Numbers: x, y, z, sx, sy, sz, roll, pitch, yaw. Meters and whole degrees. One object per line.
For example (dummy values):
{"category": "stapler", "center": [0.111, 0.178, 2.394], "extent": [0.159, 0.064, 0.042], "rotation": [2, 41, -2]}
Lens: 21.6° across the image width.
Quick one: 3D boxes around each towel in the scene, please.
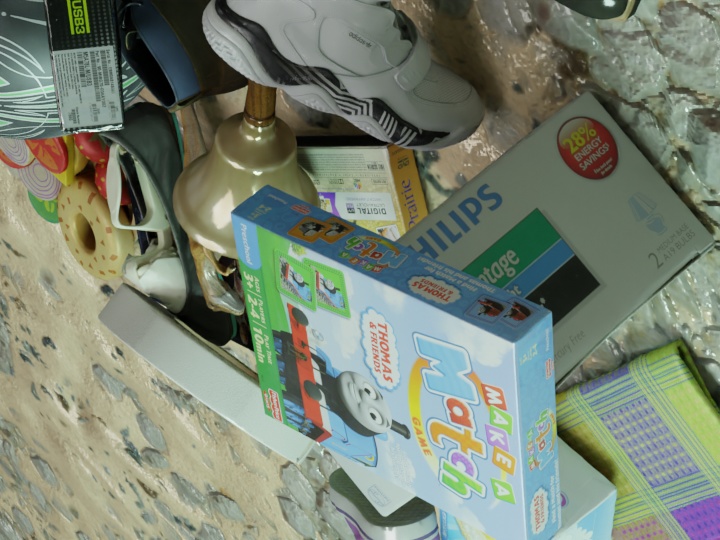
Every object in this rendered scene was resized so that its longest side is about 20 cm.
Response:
{"category": "towel", "center": [0.197, 0.128, 1.271], "extent": [0.144, 0.023, 0.200], "rotation": [53, 150, 1]}

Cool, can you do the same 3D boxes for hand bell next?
{"category": "hand bell", "center": [-0.065, -0.110, 1.241], "extent": [0.104, 0.104, 0.200], "rotation": [40, 144, 22]}

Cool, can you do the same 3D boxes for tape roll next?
{"category": "tape roll", "center": [-0.117, 0.082, 1.498], "extent": [0.203, 0.037, 0.203], "rotation": [36, 177, 2]}

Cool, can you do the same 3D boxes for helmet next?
{"category": "helmet", "center": [-0.250, -0.192, 1.420], "extent": [0.191, 0.200, 0.200], "rotation": [58, 155, 29]}

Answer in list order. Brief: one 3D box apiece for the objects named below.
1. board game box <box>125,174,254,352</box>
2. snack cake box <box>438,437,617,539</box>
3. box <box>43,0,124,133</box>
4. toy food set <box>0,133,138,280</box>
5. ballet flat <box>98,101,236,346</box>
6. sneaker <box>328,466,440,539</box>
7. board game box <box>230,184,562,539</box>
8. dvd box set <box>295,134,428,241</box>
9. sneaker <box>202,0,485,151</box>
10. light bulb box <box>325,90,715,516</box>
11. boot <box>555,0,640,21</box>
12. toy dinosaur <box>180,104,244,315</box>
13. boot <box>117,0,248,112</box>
{"category": "board game box", "center": [-0.120, -0.020, 1.504], "extent": [0.200, 0.035, 0.136], "rotation": [21, 126, 54]}
{"category": "snack cake box", "center": [0.119, 0.189, 1.371], "extent": [0.115, 0.067, 0.200], "rotation": [43, 157, 28]}
{"category": "box", "center": [-0.182, -0.210, 1.199], "extent": [0.193, 0.047, 0.200], "rotation": [-103, 9, -67]}
{"category": "toy food set", "center": [-0.263, -0.098, 1.663], "extent": [0.198, 0.049, 0.200], "rotation": [41, 149, 21]}
{"category": "ballet flat", "center": [-0.156, -0.029, 1.452], "extent": [0.068, 0.068, 0.200], "rotation": [-5, 104, 62]}
{"category": "sneaker", "center": [0.024, 0.219, 1.486], "extent": [0.200, 0.073, 0.114], "rotation": [-117, 13, -75]}
{"category": "board game box", "center": [0.019, 0.053, 1.030], "extent": [0.200, 0.037, 0.151], "rotation": [24, 136, 35]}
{"category": "dvd box set", "center": [0.000, 0.000, 1.361], "extent": [0.146, 0.029, 0.200], "rotation": [3, 113, 47]}
{"category": "sneaker", "center": [0.014, -0.148, 1.137], "extent": [0.115, 0.200, 0.075], "rotation": [-50, 36, 31]}
{"category": "light bulb box", "center": [0.075, 0.024, 1.153], "extent": [0.125, 0.198, 0.200], "rotation": [50, 151, 3]}
{"category": "boot", "center": [0.044, -0.180, 1.042], "extent": [0.200, 0.138, 0.077], "rotation": [39, 147, 21]}
{"category": "toy dinosaur", "center": [-0.117, -0.060, 1.380], "extent": [0.106, 0.060, 0.200], "rotation": [7, 105, 58]}
{"category": "boot", "center": [-0.144, -0.206, 1.326], "extent": [0.200, 0.097, 0.075], "rotation": [53, 151, 1]}
